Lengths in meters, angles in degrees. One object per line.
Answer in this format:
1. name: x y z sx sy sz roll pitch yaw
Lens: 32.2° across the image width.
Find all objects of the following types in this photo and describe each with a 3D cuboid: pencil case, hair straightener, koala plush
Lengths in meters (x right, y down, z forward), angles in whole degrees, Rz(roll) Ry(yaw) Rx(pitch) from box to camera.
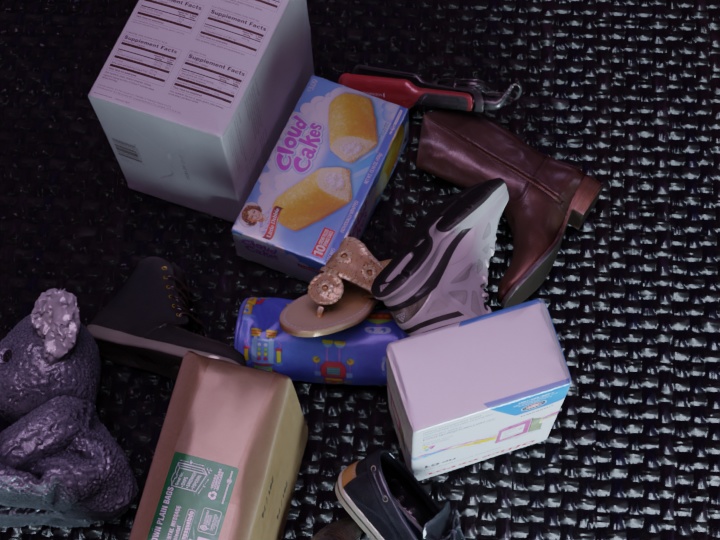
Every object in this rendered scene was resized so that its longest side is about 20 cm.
1. pencil case: -0.024 0.067 1.220 0.199 0.078 0.087 2 51 4
2. hair straightener: 0.080 -0.199 1.333 0.199 0.041 0.077 5 27 24
3. koala plush: -0.294 0.128 1.166 0.183 0.178 0.201 5 65 -8

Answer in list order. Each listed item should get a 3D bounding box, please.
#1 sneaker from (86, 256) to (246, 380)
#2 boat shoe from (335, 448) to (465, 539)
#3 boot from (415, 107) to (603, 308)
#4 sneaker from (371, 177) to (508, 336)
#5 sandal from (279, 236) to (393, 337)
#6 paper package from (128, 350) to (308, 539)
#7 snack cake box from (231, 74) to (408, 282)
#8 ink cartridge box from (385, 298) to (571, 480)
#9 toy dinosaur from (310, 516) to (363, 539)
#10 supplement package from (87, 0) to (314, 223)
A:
1. sneaker: -0.177 0.045 1.211 0.199 0.075 0.107 12 63 34
2. boat shoe: 0.063 0.242 1.125 0.200 0.075 0.062 46 115 9
3. boot: 0.123 -0.074 1.284 0.199 0.064 0.187 33 62 14
4. sneaker: 0.099 0.004 1.197 0.201 0.075 0.116 -47 111 -35
5. sandal: -0.005 -0.001 1.193 0.077 0.070 0.211 14 22 35
6. paper package: -0.123 0.198 1.105 0.103 0.191 0.201 11 68 8
7. snack cake box: -0.039 -0.092 1.297 0.114 0.067 0.201 21 68 11
8. ink cartridge box: 0.102 0.114 1.129 0.144 0.200 0.085 -17 70 -4
9. toy dinosaur: -0.017 0.283 1.126 0.102 0.077 0.201 11 71 -7
10. supplement package: -0.154 -0.191 1.278 0.146 0.191 0.201 19 68 10
